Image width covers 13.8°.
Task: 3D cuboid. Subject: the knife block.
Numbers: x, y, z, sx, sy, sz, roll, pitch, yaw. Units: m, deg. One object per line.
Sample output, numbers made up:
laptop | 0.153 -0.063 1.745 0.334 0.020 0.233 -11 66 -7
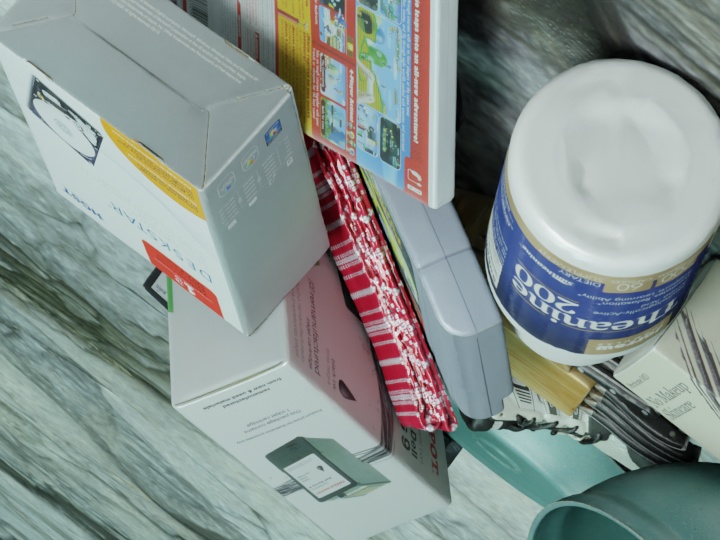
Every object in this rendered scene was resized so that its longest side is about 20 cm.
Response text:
knife block | 0.119 0.040 1.748 0.199 0.064 0.176 17 153 48

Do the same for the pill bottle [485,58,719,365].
pill bottle | 0.121 -0.020 1.513 0.111 0.111 0.200 34 163 9

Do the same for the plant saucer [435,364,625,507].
plant saucer | 0.099 0.109 1.965 0.200 0.036 0.200 37 170 7

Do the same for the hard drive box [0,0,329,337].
hard drive box | -0.106 -0.070 1.636 0.156 0.077 0.200 36 165 19

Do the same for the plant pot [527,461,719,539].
plant pot | 0.208 0.191 1.698 0.200 0.134 0.201 43 149 34

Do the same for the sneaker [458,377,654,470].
sneaker | 0.104 0.075 1.830 0.200 0.088 0.076 38 161 -7

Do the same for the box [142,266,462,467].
box | -0.037 0.065 2.022 0.200 0.049 0.161 40 -172 23

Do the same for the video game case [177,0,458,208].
video game case | -0.026 -0.133 1.551 0.200 0.017 0.144 32 137 35

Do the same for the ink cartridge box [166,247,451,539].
ink cartridge box | -0.031 0.055 1.805 0.084 0.147 0.200 -22 142 21

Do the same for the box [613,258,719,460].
box | 0.241 0.086 1.616 0.200 0.069 0.082 37 162 0

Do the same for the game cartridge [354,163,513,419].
game cartridge | 0.029 -0.028 1.638 0.133 0.041 0.201 84 164 -62

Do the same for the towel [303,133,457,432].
towel | 0.000 0.000 1.715 0.145 0.022 0.201 175 73 -83

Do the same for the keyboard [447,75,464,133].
keyboard | -0.013 -0.127 1.590 0.199 0.040 0.105 5 118 50

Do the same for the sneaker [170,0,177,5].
sneaker | -0.124 -0.164 1.699 0.072 0.073 0.200 34 164 5
